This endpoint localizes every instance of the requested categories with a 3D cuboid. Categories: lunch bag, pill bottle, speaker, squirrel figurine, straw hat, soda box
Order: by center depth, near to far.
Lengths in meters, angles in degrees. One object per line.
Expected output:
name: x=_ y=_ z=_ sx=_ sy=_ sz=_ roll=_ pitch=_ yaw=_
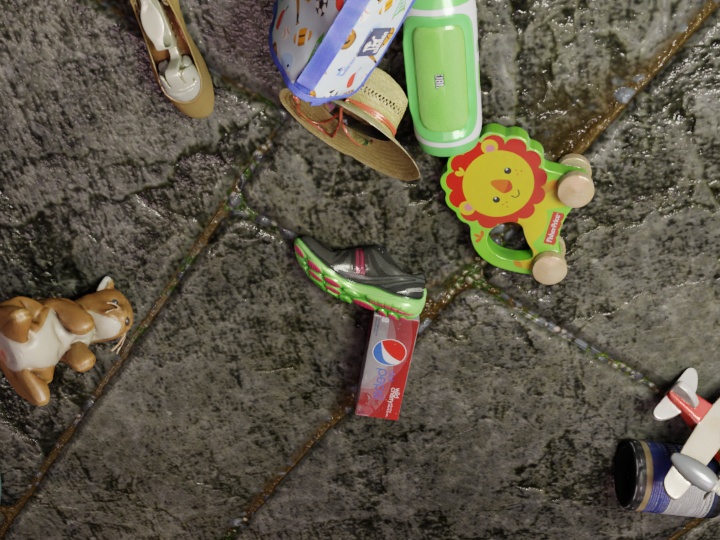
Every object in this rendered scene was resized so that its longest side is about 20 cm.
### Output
lunch bag: x=-0.016 y=-0.285 z=0.972 sx=0.123 sy=0.200 sz=0.170 roll=27 pitch=121 yaw=-16
speaker: x=0.097 y=-0.240 z=1.072 sx=0.088 sy=0.089 sz=0.201 roll=-5 pitch=125 yaw=5
straw hat: x=0.005 y=-0.197 z=1.091 sx=0.201 sy=0.201 sz=0.085 roll=35 pitch=81 yaw=-21
squirrel figurine: x=-0.425 y=0.074 z=1.279 sx=0.199 sy=0.186 sz=0.142 roll=8 pitch=117 yaw=43
soda box: x=0.039 y=0.127 z=1.350 sx=0.070 sy=0.064 sz=0.201 roll=8 pitch=126 yaw=-3
pill bottle: x=0.517 y=0.335 z=1.453 sx=0.199 sy=0.112 sz=0.112 roll=6 pitch=126 yaw=-3

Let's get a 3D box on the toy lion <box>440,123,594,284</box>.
toy lion: x=0.196 y=-0.091 z=1.195 sx=0.190 sy=0.069 sz=0.201 roll=11 pitch=126 yaw=2

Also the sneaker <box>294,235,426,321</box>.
sneaker: x=0.000 y=0.000 z=1.262 sx=0.199 sy=0.084 sz=0.077 roll=25 pitch=157 yaw=1

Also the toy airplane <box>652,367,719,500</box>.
toy airplane: x=0.534 y=0.233 z=1.335 sx=0.198 sy=0.141 sz=0.201 roll=1 pitch=84 yaw=-12

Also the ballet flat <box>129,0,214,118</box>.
ballet flat: x=-0.229 y=-0.259 z=1.082 sx=0.068 sy=0.063 sz=0.201 roll=-11 pitch=125 yaw=10
